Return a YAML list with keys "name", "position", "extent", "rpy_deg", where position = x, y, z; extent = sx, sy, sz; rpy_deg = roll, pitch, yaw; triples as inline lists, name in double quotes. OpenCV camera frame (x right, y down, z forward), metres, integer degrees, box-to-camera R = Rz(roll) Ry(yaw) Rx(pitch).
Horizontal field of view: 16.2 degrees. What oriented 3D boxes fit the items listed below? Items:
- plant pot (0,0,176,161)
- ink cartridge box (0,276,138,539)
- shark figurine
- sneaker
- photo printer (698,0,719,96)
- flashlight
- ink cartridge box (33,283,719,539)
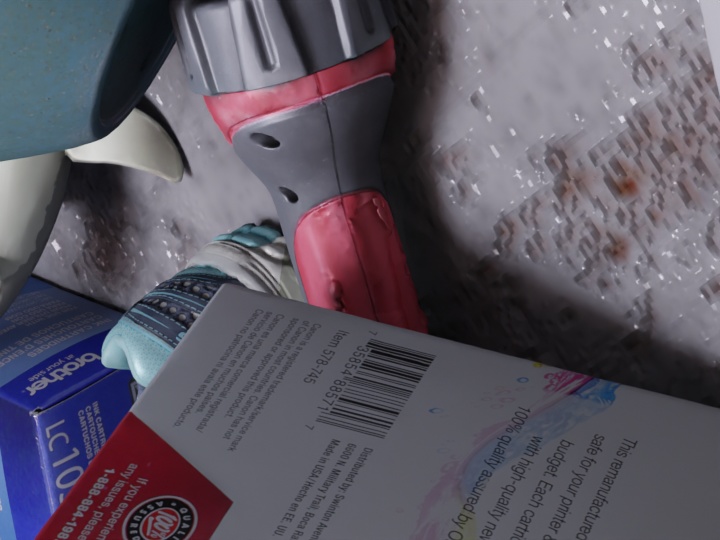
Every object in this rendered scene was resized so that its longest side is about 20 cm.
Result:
- name: "plant pot"
  position: [-0.118, -0.111, 0.769]
  extent: [0.134, 0.200, 0.201]
  rpy_deg: [27, 137, 5]
- name: "ink cartridge box"
  position: [-0.128, 0.079, 0.980]
  extent: [0.199, 0.076, 0.137]
  rpy_deg: [18, 126, 42]
- name: "shark figurine"
  position: [-0.145, -0.013, 0.919]
  extent: [0.128, 0.215, 0.090]
  rpy_deg: [28, -179, -1]
- name: "sneaker"
  position: [-0.048, 0.088, 0.875]
  extent: [0.077, 0.086, 0.201]
  rpy_deg: [15, 123, 46]
- name: "photo printer"
  position: [0.132, -0.126, 0.533]
  extent: [0.166, 0.069, 0.201]
  rpy_deg: [4, 115, 50]
- name: "flashlight"
  position: [0.000, 0.000, 0.779]
  extent: [0.068, 0.068, 0.201]
  rpy_deg: [-5, 109, 38]
- name: "ink cartridge box"
  position: [0.024, 0.119, 0.706]
  extent: [0.199, 0.145, 0.145]
  rpy_deg: [14, 127, 18]
